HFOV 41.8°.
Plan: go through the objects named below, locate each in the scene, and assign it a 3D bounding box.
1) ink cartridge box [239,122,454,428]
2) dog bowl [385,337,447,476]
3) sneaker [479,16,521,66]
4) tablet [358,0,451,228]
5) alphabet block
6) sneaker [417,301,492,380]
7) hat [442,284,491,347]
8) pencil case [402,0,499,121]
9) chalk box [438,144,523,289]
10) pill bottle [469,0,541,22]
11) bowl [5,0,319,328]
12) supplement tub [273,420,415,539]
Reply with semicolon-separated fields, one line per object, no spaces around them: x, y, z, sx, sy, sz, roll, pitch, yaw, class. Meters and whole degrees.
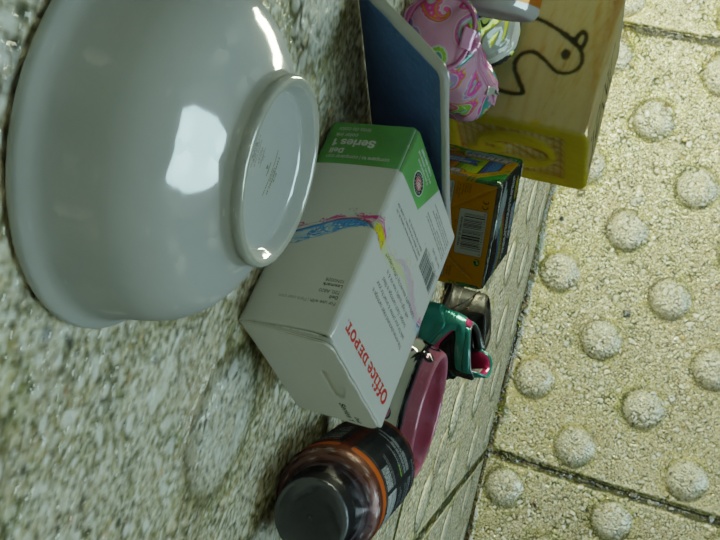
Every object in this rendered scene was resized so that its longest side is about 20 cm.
-0.003;0.003;0.772;0.201;0.083;0.145;-66;151;-28;ink cartridge box
0.056;0.177;1.210;0.200;0.073;0.203;14;90;-74;dog bowl
0.159;-0.347;1.115;0.076;0.075;0.202;25;67;-48;sneaker
0.041;-0.135;0.813;0.014;0.130;0.201;-28;147;-14;tablet
0.225;-0.245;1.225;0.196;0.193;0.202;48;56;-70;alphabet block
0.123;0.140;1.329;0.084;0.119;0.202;-53;153;-55;sneaker
0.175;0.093;1.554;0.200;0.080;0.203;15;90;-76;hat
0.098;-0.218;0.989;0.200;0.086;0.088;27;78;-74;pencil case
0.114;-0.074;1.107;0.200;0.123;0.126;-41;141;-67;chalk box
0.155;-0.375;1.000;0.112;0.111;0.202;-23;125;-71;pill bottle
-0.079;-0.059;0.477;0.201;0.089;0.203;14;90;-76;bowl
-0.017;0.210;0.915;0.200;0.106;0.108;-7;110;-73;supplement tub
